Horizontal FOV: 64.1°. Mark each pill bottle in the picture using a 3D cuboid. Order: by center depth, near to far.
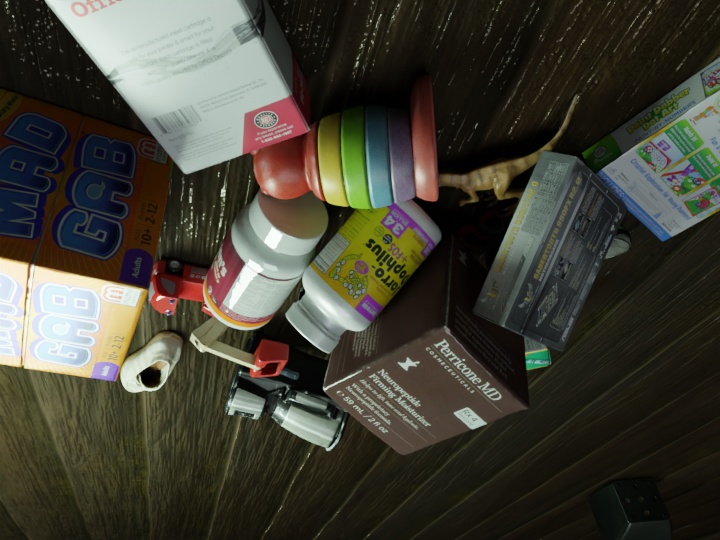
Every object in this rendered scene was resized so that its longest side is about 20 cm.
[{"bbox_3d":[0.000,0.000,0.698,0.201,0.104,0.104,-50,133,1],"label":"pill bottle"},{"bbox_3d":[-0.123,-0.018,0.733,0.108,0.111,0.200,15,139,-24],"label":"pill bottle"}]

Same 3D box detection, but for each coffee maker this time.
[{"bbox_3d":[-0.109,0.181,0.973,0.197,0.194,0.136,23,131,-8],"label":"coffee maker"}]

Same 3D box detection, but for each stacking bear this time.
[{"bbox_3d":[-0.018,-0.121,0.617,0.196,0.115,0.122,-4,143,7],"label":"stacking bear"}]

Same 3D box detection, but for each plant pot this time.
[{"bbox_3d":[0.864,0.766,1.818,0.195,0.202,0.180,-4,130,0],"label":"plant pot"}]

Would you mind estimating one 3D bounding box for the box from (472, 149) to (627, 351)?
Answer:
[{"bbox_3d":[0.229,-0.016,0.685,0.157,0.048,0.203,21,93,-43],"label":"box"}]

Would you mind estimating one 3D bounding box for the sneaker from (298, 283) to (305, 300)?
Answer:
[{"bbox_3d":[-0.041,0.060,0.891,0.113,0.076,0.202,10,133,-5],"label":"sneaker"}]

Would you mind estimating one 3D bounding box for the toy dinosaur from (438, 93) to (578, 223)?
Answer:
[{"bbox_3d":[0.171,-0.114,0.681,0.197,0.061,0.107,-18,140,16],"label":"toy dinosaur"}]

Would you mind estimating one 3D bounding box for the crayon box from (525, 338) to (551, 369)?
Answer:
[{"bbox_3d":[0.191,0.107,0.923,0.197,0.120,0.059,-14,143,13],"label":"crayon box"}]

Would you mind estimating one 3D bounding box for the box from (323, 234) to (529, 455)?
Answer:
[{"bbox_3d":[0.085,0.100,0.740,0.199,0.166,0.166,-32,117,33],"label":"box"}]

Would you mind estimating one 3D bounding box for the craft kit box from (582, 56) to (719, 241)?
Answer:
[{"bbox_3d":[0.405,-0.139,0.689,0.198,0.049,0.196,27,135,-35],"label":"craft kit box"}]

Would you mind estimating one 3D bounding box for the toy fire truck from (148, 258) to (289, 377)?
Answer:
[{"bbox_3d":[-0.201,0.068,0.811,0.197,0.143,0.049,12,141,-21],"label":"toy fire truck"}]

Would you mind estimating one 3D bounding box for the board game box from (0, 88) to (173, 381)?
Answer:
[{"bbox_3d":[-0.331,-0.029,0.620,0.197,0.203,0.200,14,139,-24],"label":"board game box"}]

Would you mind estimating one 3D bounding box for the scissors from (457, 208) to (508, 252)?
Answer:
[{"bbox_3d":[0.224,-0.036,0.829,0.198,0.014,0.073,20,128,-33],"label":"scissors"}]

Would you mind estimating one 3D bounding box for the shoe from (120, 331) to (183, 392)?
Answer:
[{"bbox_3d":[-0.371,0.173,1.004,0.069,0.054,0.200,21,136,-30],"label":"shoe"}]

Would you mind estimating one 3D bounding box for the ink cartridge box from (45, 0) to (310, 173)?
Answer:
[{"bbox_3d":[-0.147,-0.201,0.512,0.143,0.084,0.201,-14,141,13],"label":"ink cartridge box"}]

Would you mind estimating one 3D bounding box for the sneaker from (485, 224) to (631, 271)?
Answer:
[{"bbox_3d":[0.280,-0.009,0.798,0.197,0.086,0.079,-18,139,4],"label":"sneaker"}]
